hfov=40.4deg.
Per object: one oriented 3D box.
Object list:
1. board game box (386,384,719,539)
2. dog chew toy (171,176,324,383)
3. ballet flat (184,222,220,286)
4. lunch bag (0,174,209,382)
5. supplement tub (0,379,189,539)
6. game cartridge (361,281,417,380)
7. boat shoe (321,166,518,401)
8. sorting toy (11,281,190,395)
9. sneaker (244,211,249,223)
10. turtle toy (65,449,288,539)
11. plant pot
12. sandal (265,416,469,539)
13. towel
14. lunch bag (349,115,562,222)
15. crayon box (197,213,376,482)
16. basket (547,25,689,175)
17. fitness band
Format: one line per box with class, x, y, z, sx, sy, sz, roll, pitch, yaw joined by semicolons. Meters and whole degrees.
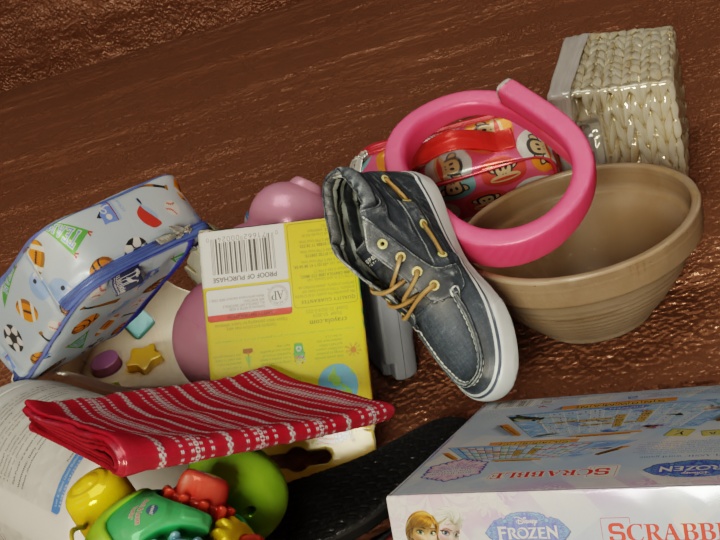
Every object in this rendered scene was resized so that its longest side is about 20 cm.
board game box;0.143;0.115;0.579;0.198;0.042;0.199;-8;5;25
dog chew toy;-0.085;0.014;0.863;0.124;0.124;0.201;23;91;57
ballet flat;-0.169;-0.008;1.108;0.068;0.075;0.200;-48;26;5
lunch bag;-0.214;0.007;0.809;0.200;0.076;0.160;-40;-6;41
supplement tub;-0.203;0.158;0.725;0.199;0.133;0.132;8;36;44
game cartridge;0.000;0.000;0.894;0.040;0.134;0.200;-17;24;-13
boat shoe;0.037;0.009;0.720;0.090;0.071;0.201;2;52;-39
sorting toy;-0.209;0.074;0.953;0.178;0.108;0.201;1;36;6
sneaker;-0.039;-0.047;1.085;0.198;0.083;0.074;-15;23;9
turtle toy;-0.093;0.167;0.548;0.100;0.146;0.200;-24;20;10
plant pot;0.187;-0.005;0.814;0.199;0.093;0.201;-17;26;8
sandal;0.009;0.161;0.677;0.199;0.045;0.075;-20;26;-31
towel;-0.097;0.091;0.626;0.199;0.023;0.144;-4;7;-40
lunch bag;0.094;-0.082;0.943;0.198;0.176;0.083;-13;64;12
crayon box;-0.056;0.064;0.771;0.126;0.202;0.051;-6;-10;2
basket;0.277;-0.168;1.032;0.122;0.136;0.200;-7;28;21
fitness band;0.104;-0.085;0.801;0.143;0.038;0.200;-36;48;-7
